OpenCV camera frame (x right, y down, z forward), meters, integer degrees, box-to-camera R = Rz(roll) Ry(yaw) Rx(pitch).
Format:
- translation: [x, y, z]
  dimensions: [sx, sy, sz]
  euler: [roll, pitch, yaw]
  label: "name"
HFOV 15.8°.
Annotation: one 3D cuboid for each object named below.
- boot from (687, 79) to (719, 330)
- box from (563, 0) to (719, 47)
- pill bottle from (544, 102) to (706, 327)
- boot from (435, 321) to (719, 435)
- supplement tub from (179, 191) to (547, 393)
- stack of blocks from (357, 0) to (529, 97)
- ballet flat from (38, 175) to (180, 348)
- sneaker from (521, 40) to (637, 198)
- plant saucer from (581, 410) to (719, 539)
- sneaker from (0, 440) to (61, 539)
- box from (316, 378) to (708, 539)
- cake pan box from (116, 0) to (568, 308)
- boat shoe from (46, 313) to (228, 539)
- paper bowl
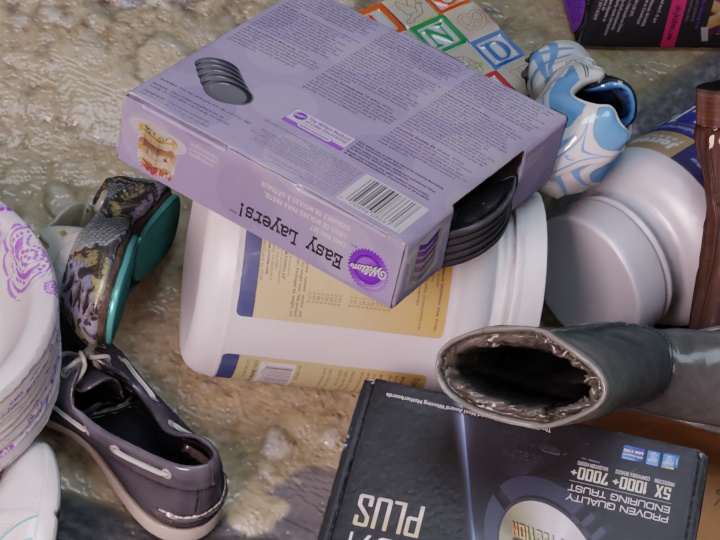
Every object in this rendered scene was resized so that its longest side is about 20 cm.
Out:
- translation: [0.264, -0.019, 1.562]
  dimensions: [0.186, 0.201, 0.064]
  euler: [-9, 14, -32]
  label: "boot"
- translation: [0.243, -0.233, 1.818]
  dimensions: [0.199, 0.106, 0.123]
  euler: [0, 51, -16]
  label: "box"
- translation: [0.207, -0.034, 1.629]
  dimensions: [0.200, 0.120, 0.120]
  euler: [-31, 63, -33]
  label: "pill bottle"
- translation: [0.155, 0.055, 1.420]
  dimensions: [0.181, 0.200, 0.073]
  euler: [-1, 83, 20]
  label: "boot"
- translation: [0.000, 0.000, 1.529]
  dimensions: [0.199, 0.145, 0.145]
  euler: [7, 49, -9]
  label: "supplement tub"
- translation: [0.010, -0.104, 1.678]
  dimensions: [0.200, 0.059, 0.115]
  euler: [-27, 61, -32]
  label: "stack of blocks"
- translation: [-0.156, -0.007, 1.514]
  dimensions: [0.072, 0.072, 0.200]
  euler: [18, 19, 1]
  label: "ballet flat"
- translation: [0.138, -0.099, 1.603]
  dimensions: [0.072, 0.072, 0.200]
  euler: [-22, 17, 13]
  label: "sneaker"
- translation: [0.196, 0.141, 1.523]
  dimensions: [0.199, 0.032, 0.201]
  euler: [4, 53, -5]
  label: "plant saucer"
- translation: [-0.205, 0.170, 1.382]
  dimensions: [0.080, 0.071, 0.201]
  euler: [10, 49, -2]
  label: "sneaker"
- translation: [0.077, 0.166, 1.420]
  dimensions: [0.199, 0.086, 0.164]
  euler: [13, 55, 6]
  label: "box"
- translation: [-0.005, -0.074, 1.462]
  dimensions: [0.199, 0.052, 0.184]
  euler: [27, 40, 20]
  label: "cake pan box"
- translation: [-0.146, 0.067, 1.488]
  dimensions: [0.073, 0.063, 0.200]
  euler: [-30, 63, -33]
  label: "boat shoe"
- translation: [-0.265, 0.047, 1.437]
  dimensions: [0.200, 0.105, 0.201]
  euler: [1, 48, -1]
  label: "paper bowl"
